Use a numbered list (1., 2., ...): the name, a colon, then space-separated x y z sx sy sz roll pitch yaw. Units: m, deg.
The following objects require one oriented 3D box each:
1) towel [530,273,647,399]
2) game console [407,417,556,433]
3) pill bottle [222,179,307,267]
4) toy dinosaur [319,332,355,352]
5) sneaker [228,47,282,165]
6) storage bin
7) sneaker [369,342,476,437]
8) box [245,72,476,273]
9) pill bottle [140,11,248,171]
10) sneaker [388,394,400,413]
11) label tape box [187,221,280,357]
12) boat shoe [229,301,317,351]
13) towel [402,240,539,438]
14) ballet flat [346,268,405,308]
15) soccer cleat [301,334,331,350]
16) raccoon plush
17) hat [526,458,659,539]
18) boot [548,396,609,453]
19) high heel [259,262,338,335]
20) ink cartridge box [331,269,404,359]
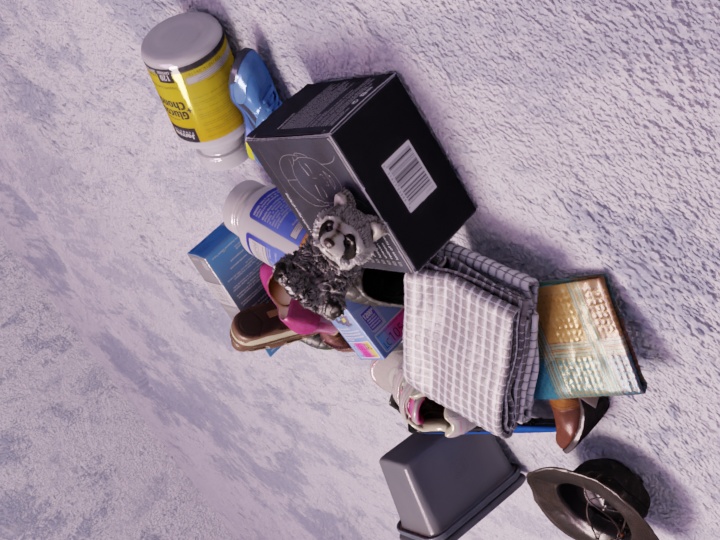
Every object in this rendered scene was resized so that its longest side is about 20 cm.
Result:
1. towel: 0.230 0.080 1.423 0.199 0.022 0.148 -11 104 52
2. game console: 0.151 0.161 1.674 0.199 0.170 0.120 -9 78 49
3. pill bottle: -0.101 -0.056 1.745 0.199 0.112 0.113 30 152 37
4. toy dinosaur: -0.031 0.065 1.774 0.134 0.201 0.086 9 127 -8
5. sneaker: -0.116 -0.206 1.599 0.078 0.066 0.201 22 149 23
6. storage bin: 0.123 0.298 1.844 0.145 0.199 0.135 1 120 59
7. sneaker: 0.080 0.155 1.593 0.199 0.088 0.082 17 123 41
8. box: -0.002 -0.113 1.460 0.196 0.124 0.201 5 134 55
9. pill bottle: -0.208 -0.233 1.642 0.112 0.112 0.201 27 150 38
10. sneaker: 0.095 0.166 1.793 0.080 0.086 0.200 41 156 8
11. label tape box: -0.154 0.009 1.900 0.066 0.143 0.201 13 140 52
12. boat shoe: -0.105 0.076 1.863 0.075 0.200 0.075 114 139 -54
13. towel: 0.128 0.081 1.457 0.165 0.085 0.202 27 131 37
14. ballet flat: 0.055 0.018 1.561 0.198 0.067 0.057 9 177 -8
15. soccer cleat: -0.107 0.050 1.993 0.200 0.067 0.081 42 144 12
16. raccoon plush: -0.029 -0.033 1.427 0.096 0.134 0.200 34 -168 -9
17. hat: 0.319 0.294 1.623 0.200 0.081 0.201 30 154 16
18. boot: 0.214 0.121 1.536 0.200 0.068 0.189 38 156 23
19. high heel: -0.113 0.032 1.746 0.095 0.068 0.200 15 -158 -41
20. ink cartridge box: 0.000 0.000 1.624 0.200 0.136 0.076 52 155 -12
